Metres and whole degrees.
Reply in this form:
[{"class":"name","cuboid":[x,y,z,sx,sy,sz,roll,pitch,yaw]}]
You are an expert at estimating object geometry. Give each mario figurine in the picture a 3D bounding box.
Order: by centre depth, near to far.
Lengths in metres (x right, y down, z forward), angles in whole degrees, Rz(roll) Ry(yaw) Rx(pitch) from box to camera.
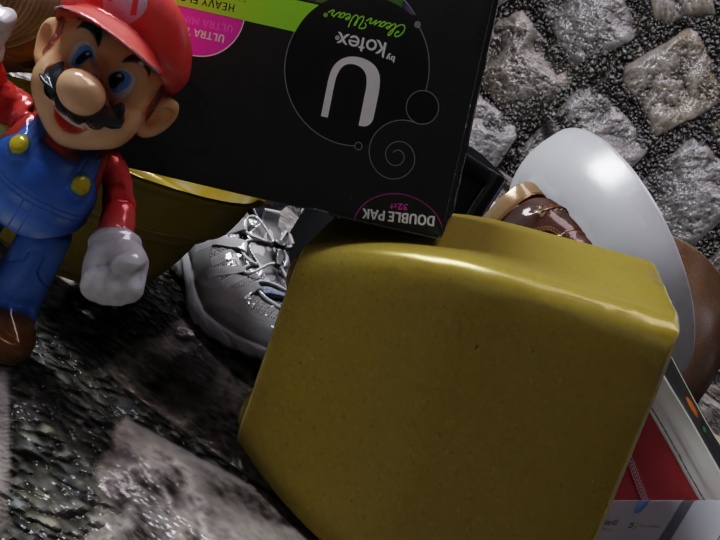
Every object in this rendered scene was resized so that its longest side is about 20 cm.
[{"class":"mario figurine","cuboid":[-0.152,-0.054,0.661,0.123,0.201,0.106,20,17,-44]}]

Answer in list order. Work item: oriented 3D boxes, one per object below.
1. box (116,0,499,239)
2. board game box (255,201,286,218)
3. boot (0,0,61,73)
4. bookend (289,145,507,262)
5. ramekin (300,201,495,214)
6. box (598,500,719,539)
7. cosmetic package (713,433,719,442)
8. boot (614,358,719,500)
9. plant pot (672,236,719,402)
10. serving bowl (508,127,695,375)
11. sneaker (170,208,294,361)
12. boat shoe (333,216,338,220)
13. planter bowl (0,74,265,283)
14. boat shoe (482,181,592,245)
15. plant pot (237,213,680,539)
[{"class":"box","cuboid":[-0.032,-0.116,0.764,0.197,0.151,0.124,13,9,4]},{"class":"board game box","cuboid":[-0.083,-0.131,1.082,0.199,0.201,0.062,28,19,-30]},{"class":"boot","cuboid":[-0.227,-0.148,0.920,0.198,0.075,0.154,-8,-12,43]},{"class":"bookend","cuboid":[0.057,-0.005,1.022,0.199,0.200,0.092,30,10,-19]},{"class":"ramekin","cuboid":[0.035,-0.043,1.275,0.200,0.095,0.202,19,7,-2]},{"class":"box","cuboid":[0.210,0.195,0.790,0.156,0.041,0.200,42,-18,-5]},{"class":"cosmetic package","cuboid":[0.258,0.180,1.076,0.199,0.106,0.071,31,12,-21]},{"class":"boot","cuboid":[0.149,0.107,0.915,0.202,0.143,0.072,63,20,7]},{"class":"plant pot","cuboid":[0.260,0.085,1.331,0.186,0.188,0.200,34,27,1]},{"class":"serving bowl","cuboid":[0.160,0.002,1.016,0.201,0.065,0.201,60,-15,27]},{"class":"sneaker","cuboid":[-0.078,-0.003,0.941,0.074,0.082,0.200,23,17,-40]},{"class":"boat shoe","cuboid":[0.001,-0.001,0.915,0.062,0.203,0.074,21,37,11]},{"class":"planter bowl","cuboid":[-0.164,-0.044,0.838,0.198,0.084,0.201,24,10,-4]},{"class":"boat shoe","cuboid":[0.069,0.039,0.900,0.070,0.201,0.070,48,21,28]},{"class":"plant pot","cuboid":[0.045,0.064,0.785,0.198,0.196,0.196,21,12,4]}]
